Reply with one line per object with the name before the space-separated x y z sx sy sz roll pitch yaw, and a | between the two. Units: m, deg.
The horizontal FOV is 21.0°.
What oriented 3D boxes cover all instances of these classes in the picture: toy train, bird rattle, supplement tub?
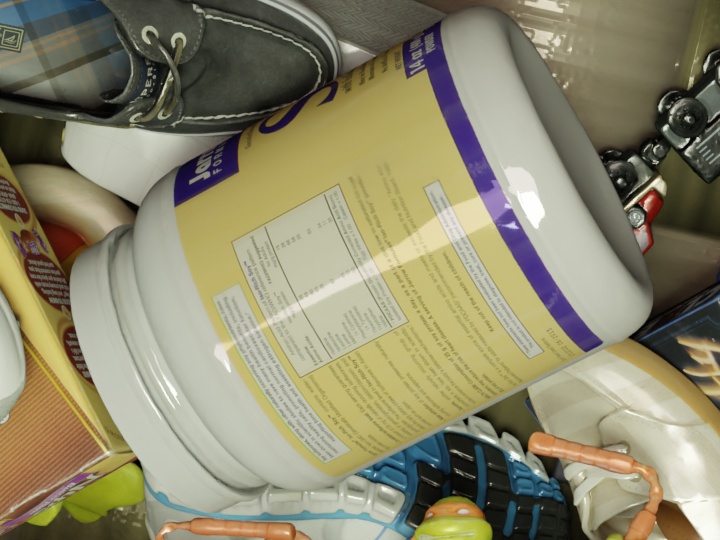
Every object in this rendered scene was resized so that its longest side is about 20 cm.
toy train | 0.110 -0.021 0.873 0.200 0.034 0.046 -43 103 9
bird rattle | -0.166 0.025 0.897 0.200 0.113 0.163 43 88 14
supplement tub | 0.000 0.000 0.781 0.200 0.145 0.146 -28 93 14

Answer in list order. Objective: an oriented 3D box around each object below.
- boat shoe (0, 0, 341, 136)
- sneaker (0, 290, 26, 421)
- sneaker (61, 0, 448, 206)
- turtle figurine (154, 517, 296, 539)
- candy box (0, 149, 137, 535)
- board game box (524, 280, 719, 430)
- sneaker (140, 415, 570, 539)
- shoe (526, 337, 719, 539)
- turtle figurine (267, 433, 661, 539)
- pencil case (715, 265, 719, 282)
boat shoe | -0.100 -0.086 0.769 0.199 0.066 0.070 10 111 -18
sneaker | -0.211 -0.011 0.748 0.200 0.080 0.070 45 95 10
sneaker | -0.034 -0.068 0.872 0.199 0.074 0.116 12 120 -8
turtle figurine | -0.109 0.182 0.784 0.199 0.064 0.162 -16 116 -9
candy box | -0.185 0.015 0.808 0.116 0.056 0.200 -31 82 10
board game box | 0.176 0.108 0.838 0.200 0.035 0.135 53 141 -1
sneaker | -0.005 0.110 0.891 0.199 0.075 0.087 10 136 -5
shoe | 0.134 0.104 0.806 0.200 0.053 0.070 49 140 5
turtle figurine | 0.038 0.162 0.793 0.199 0.064 0.162 -14 67 18
pencil case | 0.250 -0.019 0.831 0.200 0.078 0.087 -37 63 10
